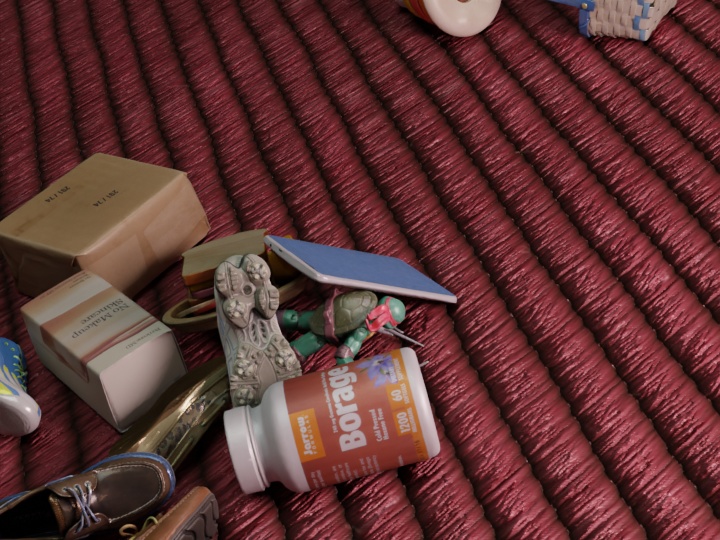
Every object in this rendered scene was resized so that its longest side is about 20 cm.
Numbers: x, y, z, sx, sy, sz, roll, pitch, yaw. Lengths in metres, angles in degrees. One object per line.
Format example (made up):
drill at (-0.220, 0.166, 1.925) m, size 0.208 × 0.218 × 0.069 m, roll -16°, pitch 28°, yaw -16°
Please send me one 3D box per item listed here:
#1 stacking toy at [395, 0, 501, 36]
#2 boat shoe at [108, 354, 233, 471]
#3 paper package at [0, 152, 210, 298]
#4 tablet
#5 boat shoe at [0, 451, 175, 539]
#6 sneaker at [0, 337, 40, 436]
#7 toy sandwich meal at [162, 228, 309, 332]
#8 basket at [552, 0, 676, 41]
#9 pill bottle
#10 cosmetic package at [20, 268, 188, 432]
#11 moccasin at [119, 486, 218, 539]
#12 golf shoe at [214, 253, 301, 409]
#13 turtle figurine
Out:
stacking toy at (0.108, -0.427, 2.185) m, size 0.146 × 0.147 × 0.200 m, roll -34°, pitch 21°, yaw -25°
boat shoe at (-0.185, 0.159, 1.519) m, size 0.073 × 0.063 × 0.200 m, roll -16°, pitch 21°, yaw 49°
paper package at (-0.331, -0.049, 1.816) m, size 0.190 × 0.104 × 0.200 m, roll 14°, pitch 45°, yaw 38°
tablet at (0.000, 0.000, 1.597) m, size 0.199 × 0.014 × 0.130 m, roll 10°, pitch 16°, yaw -37°
boat shoe at (-0.280, 0.237, 1.409) m, size 0.199 × 0.073 × 0.072 m, roll -21°, pitch -1°, yaw 7°
sneaker at (-0.411, 0.120, 1.635) m, size 0.199 × 0.076 × 0.105 m, roll 16°, pitch 44°, yaw 38°
toy sandwich meal at (-0.146, 0.007, 1.650) m, size 0.204 × 0.071 × 0.205 m, roll -18°, pitch 11°, yaw 4°
basket at (0.349, -0.420, 2.040) m, size 0.199 × 0.140 × 0.177 m, roll 17°, pitch 46°, yaw 24°
pill bottle at (-0.029, 0.154, 1.409) m, size 0.198 × 0.113 × 0.112 m, roll -16°, pitch 34°, yaw 0°
cosmetic package at (-0.292, 0.087, 1.625) m, size 0.103 × 0.088 × 0.200 m, roll -33°, pitch 38°, yaw -26°
moccasin at (-0.210, 0.279, 1.346) m, size 0.077 × 0.074 × 0.202 m, roll 24°, pitch 59°, yaw 30°
golf shoe at (-0.112, 0.084, 1.511) m, size 0.078 × 0.202 × 0.097 m, roll -7°, pitch -1°, yaw -15°
turtle figurine at (-0.014, 0.067, 1.542) m, size 0.199 × 0.101 × 0.150 m, roll -10°, pitch 24°, yaw 24°
